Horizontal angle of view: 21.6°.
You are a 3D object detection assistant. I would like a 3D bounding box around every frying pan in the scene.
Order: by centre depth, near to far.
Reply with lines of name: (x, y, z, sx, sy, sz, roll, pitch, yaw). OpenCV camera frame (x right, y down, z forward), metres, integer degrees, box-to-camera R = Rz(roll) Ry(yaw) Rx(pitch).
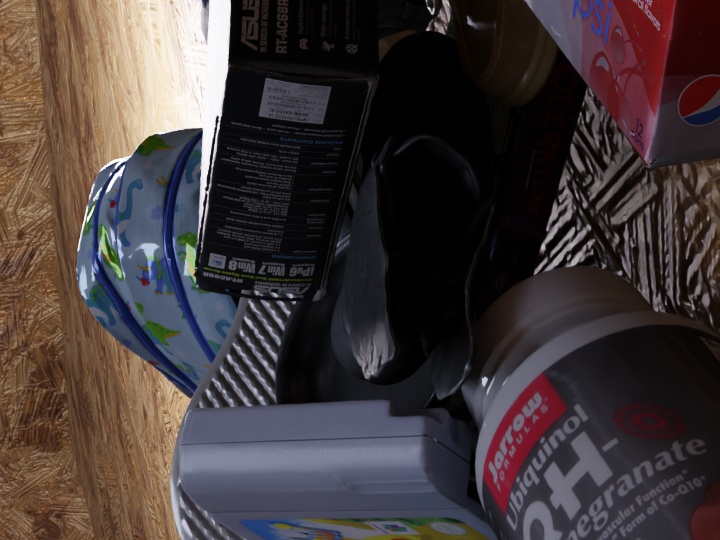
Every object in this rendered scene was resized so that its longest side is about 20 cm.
frying pan: (-0.009, 0.015, 0.865, 0.115, 0.031, 0.190, -54, 39, 10)

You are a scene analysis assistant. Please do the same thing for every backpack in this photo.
backpack: (-0.063, 0.003, 1.037, 0.200, 0.153, 0.164, 61, -142, -66)

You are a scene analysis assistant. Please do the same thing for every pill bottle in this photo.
pill bottle: (0.105, 0.084, 0.656, 0.200, 0.110, 0.111, -120, 25, -54)

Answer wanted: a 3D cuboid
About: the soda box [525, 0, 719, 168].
soda box: (0.094, -0.121, 0.668, 0.200, 0.063, 0.070, -117, 24, -49)

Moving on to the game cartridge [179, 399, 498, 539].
game cartridge: (0.015, 0.103, 0.807, 0.200, 0.133, 0.041, 38, -123, -52)

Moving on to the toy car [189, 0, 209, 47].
toy car: (-0.066, -0.202, 1.029, 0.164, 0.157, 0.201, -111, 21, -67)

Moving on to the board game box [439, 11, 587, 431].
board game box: (0.047, -0.016, 0.871, 0.120, 0.032, 0.201, -136, 57, -61)

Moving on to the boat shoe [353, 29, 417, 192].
boat shoe: (0.027, -0.045, 0.985, 0.200, 0.065, 0.072, 70, 173, -50)

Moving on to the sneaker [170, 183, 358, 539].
sneaker: (-0.032, 0.053, 0.920, 0.082, 0.074, 0.201, 57, -131, -66)

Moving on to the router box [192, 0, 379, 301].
router box: (-0.033, -0.111, 0.822, 0.150, 0.062, 0.201, 104, 169, -53)

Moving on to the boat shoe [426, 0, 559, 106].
boat shoe: (0.043, -0.166, 0.802, 0.073, 0.062, 0.201, 144, 123, -62)

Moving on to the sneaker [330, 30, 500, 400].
sneaker: (0.028, -0.031, 0.758, 0.104, 0.060, 0.201, 117, 166, -61)

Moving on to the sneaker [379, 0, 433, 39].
sneaker: (-0.007, -0.145, 1.039, 0.200, 0.075, 0.079, 109, 152, -59)
